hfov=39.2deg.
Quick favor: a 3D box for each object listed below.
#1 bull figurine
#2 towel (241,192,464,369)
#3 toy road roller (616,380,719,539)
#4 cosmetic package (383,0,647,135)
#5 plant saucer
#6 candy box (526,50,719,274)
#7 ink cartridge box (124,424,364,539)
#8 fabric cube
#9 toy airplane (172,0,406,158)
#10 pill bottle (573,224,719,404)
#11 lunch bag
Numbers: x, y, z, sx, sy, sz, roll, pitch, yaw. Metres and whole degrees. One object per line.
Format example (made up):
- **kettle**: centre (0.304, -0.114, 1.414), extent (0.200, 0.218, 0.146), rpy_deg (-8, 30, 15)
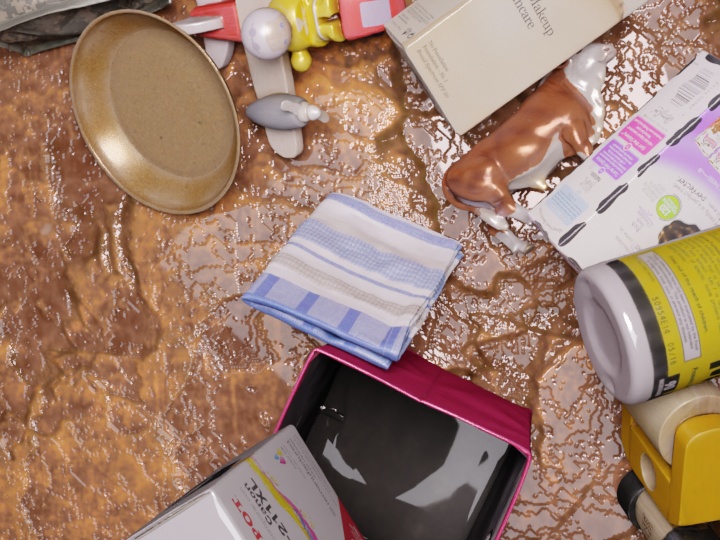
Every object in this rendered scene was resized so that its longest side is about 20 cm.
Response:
- **bull figurine**: centre (0.168, -0.112, 0.914), extent (0.200, 0.065, 0.122), rpy_deg (-41, 66, 13)
- **towel**: centre (0.000, 0.000, 0.897), extent (0.146, 0.200, 0.024), rpy_deg (23, 126, 10)
- **toy road roller**: centre (0.308, 0.166, 0.866), extent (0.145, 0.123, 0.201), rpy_deg (-10, 116, -5)
- **cosmetic package**: centre (0.133, -0.222, 0.876), extent (0.200, 0.073, 0.104), rpy_deg (-36, 122, 6)
- **plant saucer**: centre (-0.188, -0.152, 0.959), extent (0.199, 0.035, 0.201), rpy_deg (16, 124, 25)
- **candy box**: centre (0.272, -0.052, 0.861), extent (0.200, 0.072, 0.168), rpy_deg (-43, 120, 9)
- **ink cartridge box**: centre (-0.066, 0.207, 0.705), extent (0.083, 0.200, 0.146), rpy_deg (-33, 87, 10)
- **fabric cube**: centre (0.026, 0.183, 0.890), extent (0.199, 0.199, 0.197), rpy_deg (25, 96, 8)
- **toy airplane**: centre (-0.084, -0.228, 0.919), extent (0.200, 0.141, 0.199), rpy_deg (39, 118, -7)
- **pill bottle**: centre (0.281, 0.023, 0.795), extent (0.199, 0.114, 0.115), rpy_deg (-17, 89, -5)
- **lunch bag**: centre (-0.273, -0.314, 0.962), extent (0.199, 0.118, 0.165), rpy_deg (-12, 89, 15)
